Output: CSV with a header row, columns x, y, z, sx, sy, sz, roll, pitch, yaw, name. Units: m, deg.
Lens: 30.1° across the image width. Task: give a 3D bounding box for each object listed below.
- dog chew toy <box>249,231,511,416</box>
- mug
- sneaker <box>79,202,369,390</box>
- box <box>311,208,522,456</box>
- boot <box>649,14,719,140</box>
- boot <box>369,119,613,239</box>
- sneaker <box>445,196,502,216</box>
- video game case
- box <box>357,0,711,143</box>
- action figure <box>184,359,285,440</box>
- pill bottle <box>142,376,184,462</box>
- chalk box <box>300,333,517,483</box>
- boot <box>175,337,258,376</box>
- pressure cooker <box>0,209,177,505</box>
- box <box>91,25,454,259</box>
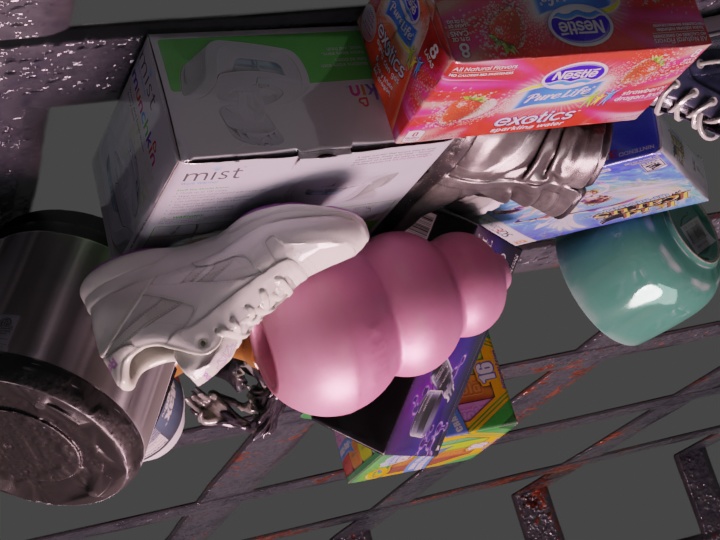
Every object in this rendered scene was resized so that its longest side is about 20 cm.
x,y,z,sx,sy,sz,roll,pitch,yaw,name
0.019,0.029,0.983,0.198,0.126,0.125,-17,163,-17,dog chew toy
0.283,-0.032,1.330,0.151,0.187,0.114,28,135,-32,mug
-0.083,0.020,0.886,0.198,0.101,0.075,-19,160,7,sneaker
0.052,0.051,1.142,0.078,0.202,0.141,23,-178,21,box
0.258,-0.141,1.044,0.197,0.091,0.073,-16,162,-5,boot
0.093,-0.062,0.990,0.130,0.071,0.200,16,153,-16,boot
0.097,-0.115,1.035,0.081,0.076,0.201,4,146,-22,sneaker
0.191,-0.077,1.190,0.198,0.046,0.181,-13,165,24,video game case
0.111,-0.154,0.867,0.198,0.097,0.100,-8,159,-26,box
-0.121,0.113,1.361,0.101,0.120,0.199,30,159,-20,action figure
-0.238,0.127,1.330,0.118,0.121,0.200,-17,163,0,pill bottle
0.039,0.139,1.393,0.198,0.125,0.125,-9,160,-25,chalk box
-0.090,0.058,1.095,0.199,0.155,0.077,-34,135,-8,boot
-0.221,0.052,1.015,0.174,0.202,0.179,22,139,-11,pressure cooker
-0.065,-0.080,0.921,0.198,0.098,0.177,-8,159,-26,box
